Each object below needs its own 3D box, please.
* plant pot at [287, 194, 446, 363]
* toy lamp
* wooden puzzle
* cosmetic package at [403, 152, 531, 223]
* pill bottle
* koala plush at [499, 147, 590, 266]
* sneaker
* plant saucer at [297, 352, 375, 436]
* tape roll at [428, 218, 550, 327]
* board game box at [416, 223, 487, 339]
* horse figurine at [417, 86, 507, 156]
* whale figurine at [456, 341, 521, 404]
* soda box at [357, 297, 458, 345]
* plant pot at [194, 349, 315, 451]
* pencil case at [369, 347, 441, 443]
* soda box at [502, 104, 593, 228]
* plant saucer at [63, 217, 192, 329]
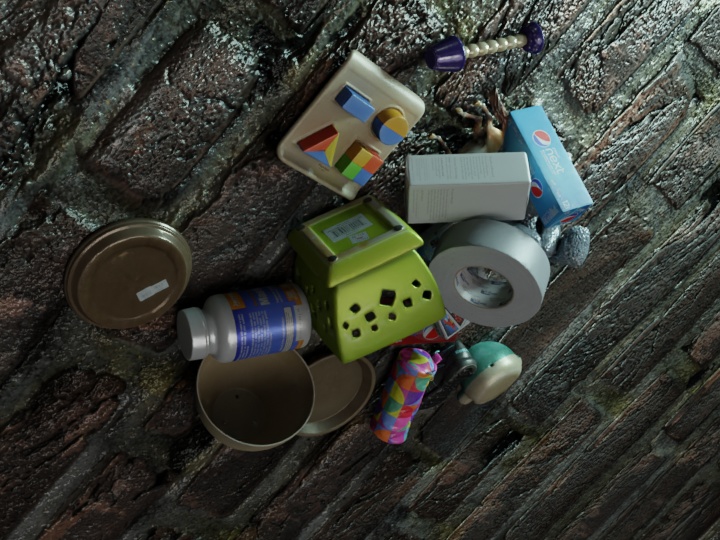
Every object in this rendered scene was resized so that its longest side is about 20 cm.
[{"bbox_3d":[0.000,0.000,1.570,0.200,0.199,0.182,-25,127,-14],"label":"plant pot"},{"bbox_3d":[0.193,-0.351,1.516,0.200,0.058,0.058,-18,132,-25],"label":"toy lamp"},{"bbox_3d":[-0.007,-0.215,1.494,0.185,0.046,0.200,27,106,-44],"label":"wooden puzzle"},{"bbox_3d":[0.174,-0.137,1.592,0.200,0.074,0.102,-2,145,-1],"label":"cosmetic package"},{"bbox_3d":[-0.190,0.088,1.563,0.200,0.112,0.112,-9,128,-27],"label":"pill bottle"},{"bbox_3d":[0.302,-0.122,1.721,0.177,0.184,0.200,-1,104,-19],"label":"koala plush"},{"bbox_3d":[0.160,0.211,1.932,0.075,0.079,0.200,-1,144,-39],"label":"sneaker"},{"bbox_3d":[-0.065,0.227,1.808,0.200,0.029,0.200,-18,131,-21],"label":"plant saucer"},{"bbox_3d":[0.216,0.007,1.632,0.200,0.200,0.066,72,32,-44],"label":"tape roll"},{"bbox_3d":[0.161,0.011,1.743,0.126,0.035,0.200,-35,119,-17],"label":"board game box"},{"bbox_3d":[0.182,-0.211,1.624,0.200,0.050,0.133,-45,129,9],"label":"horse figurine"},{"bbox_3d":[0.258,0.213,1.994,0.159,0.104,0.200,-34,160,-8],"label":"whale figurine"},{"bbox_3d":[0.094,0.093,1.795,0.200,0.063,0.070,0,123,-33],"label":"soda box"},{"bbox_3d":[-0.192,0.222,1.637,0.200,0.200,0.134,-12,158,-27],"label":"plant pot"},{"bbox_3d":[0.087,0.246,1.898,0.088,0.088,0.200,2,124,-35],"label":"pencil case"},{"bbox_3d":[0.309,-0.176,1.625,0.068,0.200,0.064,-16,162,-24],"label":"soda box"},{"bbox_3d":[-0.347,0.012,1.459,0.200,0.029,0.200,-19,132,-22],"label":"plant saucer"}]
